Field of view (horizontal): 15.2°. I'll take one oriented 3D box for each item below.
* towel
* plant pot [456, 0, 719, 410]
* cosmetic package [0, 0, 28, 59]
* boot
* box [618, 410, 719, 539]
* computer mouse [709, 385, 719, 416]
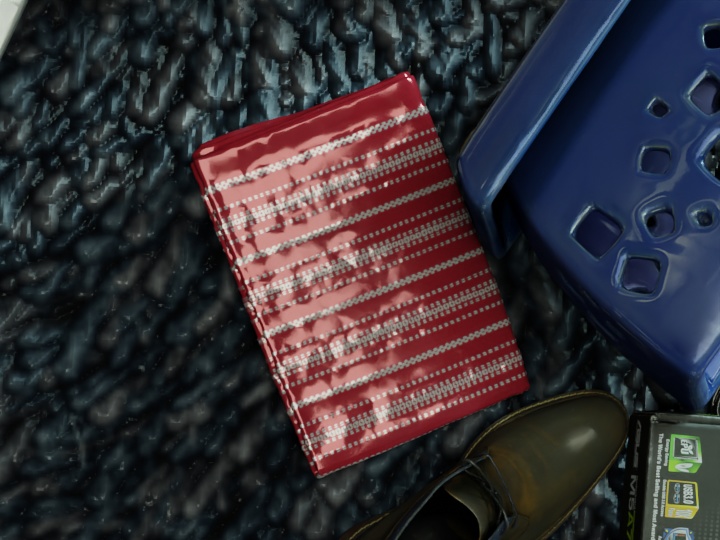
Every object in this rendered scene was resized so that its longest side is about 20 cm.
[{"bbox_3d":[0.000,0.000,1.542,0.144,0.022,0.201,-22,92,-14],"label":"towel"},{"bbox_3d":[0.166,-0.057,1.481,0.179,0.200,0.201,34,87,10],"label":"plant pot"},{"bbox_3d":[-0.284,-0.168,1.483,0.199,0.052,0.152,26,79,-9],"label":"cosmetic package"},{"bbox_3d":[0.078,0.132,1.509,0.199,0.097,0.075,-34,93,-11],"label":"boot"},{"bbox_3d":[0.241,0.187,1.555,0.192,0.047,0.202,6,87,-13],"label":"box"},{"bbox_3d":[0.259,0.005,1.587,0.058,0.034,0.201,25,82,-9],"label":"computer mouse"}]
